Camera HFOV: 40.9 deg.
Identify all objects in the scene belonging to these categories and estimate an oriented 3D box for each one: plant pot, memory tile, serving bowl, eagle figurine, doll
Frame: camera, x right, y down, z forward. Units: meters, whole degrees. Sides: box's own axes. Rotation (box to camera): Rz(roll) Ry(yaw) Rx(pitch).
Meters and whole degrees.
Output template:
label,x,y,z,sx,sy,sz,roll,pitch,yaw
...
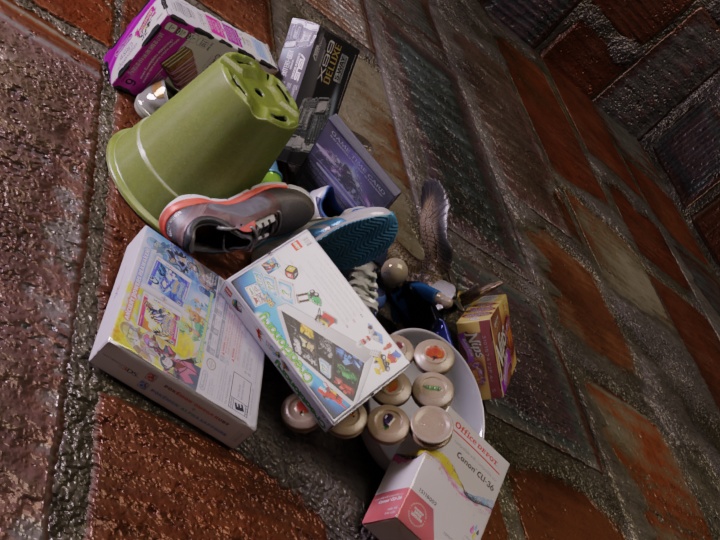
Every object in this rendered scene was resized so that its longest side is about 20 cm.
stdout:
label,x,y,z,sx,sy,sz,roll,pitch,yaw
plant pot,-0.177,-0.161,1.195,0.199,0.190,0.201,36,28,-23
memory tile,0.011,0.132,1.123,0.198,0.017,0.154,7,49,1
serving bowl,0.065,0.177,1.214,0.199,0.066,0.202,17,62,-36
eagle figurine,0.093,-0.019,1.476,0.151,0.151,0.201,-31,90,-32
doll,0.089,0.071,1.371,0.048,0.136,0.201,-21,79,-35

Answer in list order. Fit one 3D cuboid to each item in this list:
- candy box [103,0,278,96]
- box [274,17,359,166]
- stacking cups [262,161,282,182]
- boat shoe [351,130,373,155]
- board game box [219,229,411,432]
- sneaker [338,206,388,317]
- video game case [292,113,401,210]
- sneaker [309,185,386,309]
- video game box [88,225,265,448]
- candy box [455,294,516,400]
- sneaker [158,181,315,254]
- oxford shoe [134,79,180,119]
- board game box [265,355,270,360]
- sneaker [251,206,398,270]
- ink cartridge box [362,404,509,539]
label,x,y,z,sx,sy,sz,roll,pitch,yaw
candy box,-0.232,-0.285,1.339,0.199,0.136,0.061,16,41,-46
box,-0.080,-0.258,1.444,0.049,0.202,0.158,21,6,20
stacking cups,-0.141,-0.138,1.333,0.060,0.060,0.202,15,50,-48
boat shoe,-0.068,-0.212,1.569,0.200,0.072,0.075,39,37,25
board game box,-0.050,0.065,1.094,0.126,0.035,0.201,-33,81,-31
sneaker,0.000,0.000,1.261,0.080,0.147,0.201,28,20,-39
video game case,-0.024,-0.121,1.396,0.019,0.200,0.143,-38,85,-28
sneaker,-0.022,-0.032,1.379,0.201,0.082,0.074,52,25,2
video game box,-0.185,0.068,1.037,0.182,0.047,0.201,39,27,-24
candy box,0.192,0.111,1.454,0.200,0.056,0.118,-31,112,-74
sneaker,-0.134,-0.048,1.142,0.198,0.078,0.082,-12,40,-30
oxford shoe,-0.217,-0.199,1.335,0.199,0.058,0.076,29,28,-39
board game box,-0.047,0.103,1.229,0.199,0.023,0.105,30,34,-33
sneaker,-0.049,-0.040,1.225,0.081,0.198,0.077,-103,170,-47
ink cartridge box,0.098,0.242,1.122,0.116,0.067,0.201,44,49,-16
